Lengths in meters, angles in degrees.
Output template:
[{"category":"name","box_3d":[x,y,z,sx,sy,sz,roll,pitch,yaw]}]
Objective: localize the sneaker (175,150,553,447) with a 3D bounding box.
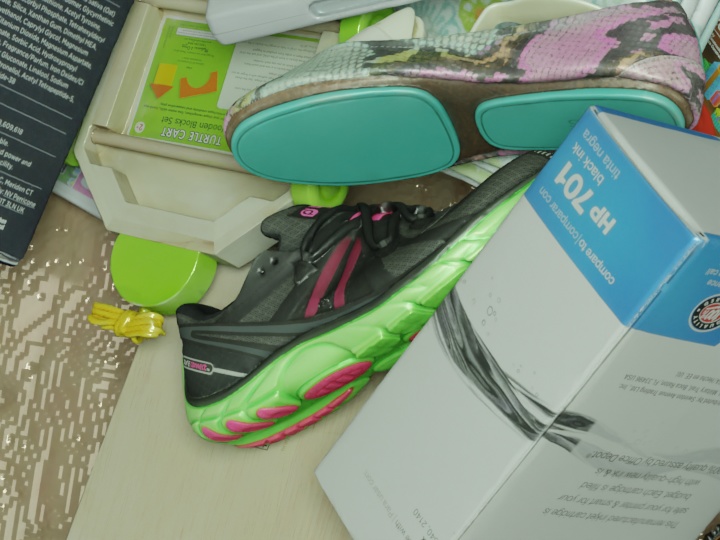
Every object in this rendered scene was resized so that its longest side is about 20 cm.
[{"category":"sneaker","box_3d":[0.000,0.000,1.043,0.200,0.077,0.084,-30,71,19]}]

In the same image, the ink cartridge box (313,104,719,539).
[{"category":"ink cartridge box","box_3d":[0.100,0.045,1.011,0.200,0.146,0.086,-52,52,24]}]

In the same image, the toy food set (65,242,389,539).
[{"category":"toy food set","box_3d":[-0.035,0.082,1.120,0.143,0.060,0.200,12,72,24]}]

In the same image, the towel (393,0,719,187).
[{"category":"towel","box_3d":[0.078,-0.129,1.113,0.171,0.048,0.200,24,86,37]}]

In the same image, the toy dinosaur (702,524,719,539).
[{"category":"toy dinosaur","box_3d":[0.201,0.100,1.130,0.136,0.102,0.200,39,53,-7]}]

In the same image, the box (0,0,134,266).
[{"category":"box","box_3d":[-0.194,-0.126,1.142,0.148,0.104,0.200,24,89,36]}]

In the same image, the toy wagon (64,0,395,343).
[{"category":"toy wagon","box_3d":[-0.070,-0.061,1.134,0.155,0.040,0.200,12,81,33]}]

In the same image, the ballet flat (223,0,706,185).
[{"category":"ballet flat","box_3d":[0.043,-0.079,1.046,0.200,0.069,0.071,-5,54,15]}]

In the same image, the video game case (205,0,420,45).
[{"category":"video game case","box_3d":[0.028,-0.193,1.114,0.182,0.022,0.200,-10,48,20]}]

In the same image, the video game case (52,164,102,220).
[{"category":"video game case","box_3d":[-0.053,-0.100,1.195,0.143,0.018,0.200,29,89,8]}]

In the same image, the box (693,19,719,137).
[{"category":"box","box_3d":[0.221,-0.056,1.087,0.200,0.039,0.137,58,134,24]}]
